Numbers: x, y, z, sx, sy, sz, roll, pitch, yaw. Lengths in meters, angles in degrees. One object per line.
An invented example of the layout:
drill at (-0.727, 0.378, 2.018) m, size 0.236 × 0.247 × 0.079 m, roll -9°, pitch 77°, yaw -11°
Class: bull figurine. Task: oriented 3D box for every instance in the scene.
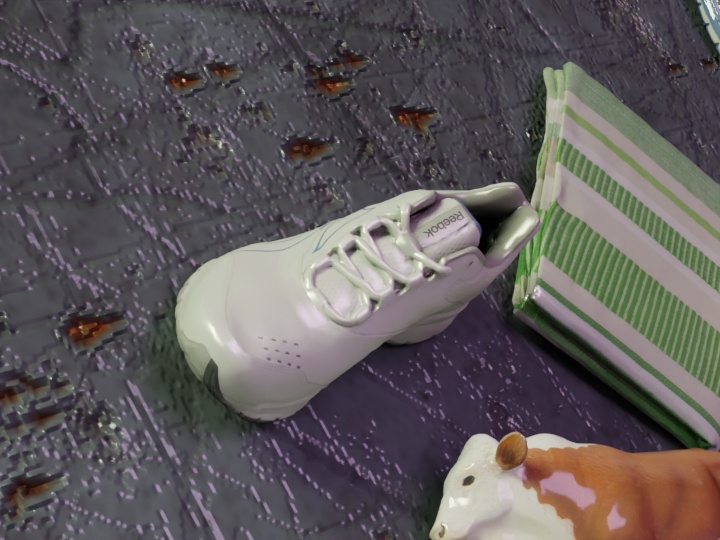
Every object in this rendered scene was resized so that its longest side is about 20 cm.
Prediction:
bull figurine at (0.120, 0.125, 0.821) m, size 0.199 × 0.065 × 0.122 m, roll 0°, pitch 64°, yaw -42°

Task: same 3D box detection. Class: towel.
towel at (0.145, -0.010, 0.988) m, size 0.152 × 0.023 × 0.201 m, roll 36°, pitch 39°, yaw -20°

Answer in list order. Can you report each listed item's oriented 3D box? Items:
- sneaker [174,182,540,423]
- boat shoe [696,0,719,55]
sneaker at (0.000, 0.000, 0.780) m, size 0.200 × 0.087 × 0.075 m, roll -27°, pitch 83°, yaw -50°
boat shoe at (0.293, -0.130, 1.189) m, size 0.201 × 0.072 × 0.072 m, roll 55°, pitch 38°, yaw 4°
